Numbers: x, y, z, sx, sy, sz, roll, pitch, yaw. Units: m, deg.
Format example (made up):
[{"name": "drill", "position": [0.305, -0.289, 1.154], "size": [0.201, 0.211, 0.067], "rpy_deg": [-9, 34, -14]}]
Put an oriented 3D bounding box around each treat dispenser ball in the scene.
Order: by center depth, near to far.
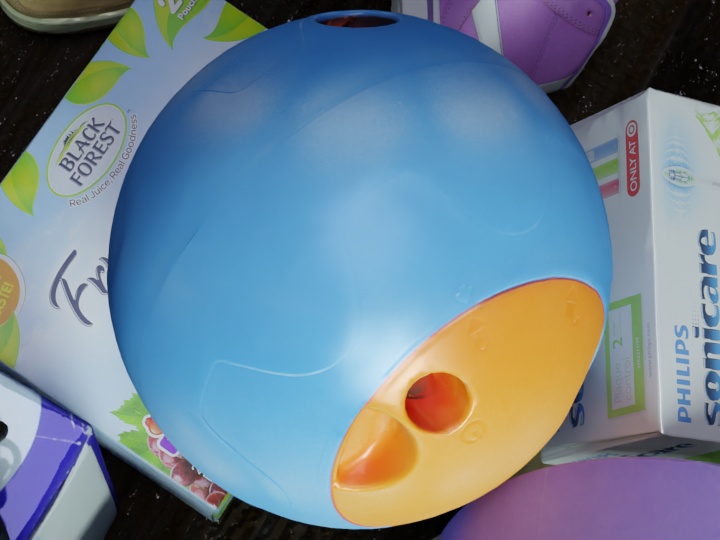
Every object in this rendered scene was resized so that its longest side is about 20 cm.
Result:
[{"name": "treat dispenser ball", "position": [0.000, 0.000, 0.710], "size": [0.198, 0.201, 0.203], "rpy_deg": [1, 75, -3]}]

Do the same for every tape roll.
[{"name": "tape roll", "position": [0.121, 0.167, 0.729], "size": [0.198, 0.201, 0.086], "rpy_deg": [13, 51, 1]}]

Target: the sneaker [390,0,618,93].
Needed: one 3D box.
[{"name": "sneaker", "position": [0.069, -0.165, 0.835], "size": [0.113, 0.202, 0.073], "rpy_deg": [-3, 46, 0]}]

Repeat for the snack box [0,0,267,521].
[{"name": "snack box", "position": [-0.080, -0.014, 0.842], "size": [0.168, 0.068, 0.201], "rpy_deg": [34, 75, 4]}]

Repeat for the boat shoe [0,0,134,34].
[{"name": "boat shoe", "position": [-0.090, -0.182, 0.882], "size": [0.198, 0.076, 0.072], "rpy_deg": [-26, 78, -9]}]

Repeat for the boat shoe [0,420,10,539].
[{"name": "boat shoe", "position": [-0.162, 0.059, 0.635], "size": [0.066, 0.070, 0.200], "rpy_deg": [-43, 74, -11]}]

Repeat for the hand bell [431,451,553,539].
[{"name": "hand bell", "position": [0.092, 0.053, 0.839], "size": [0.103, 0.104, 0.202], "rpy_deg": [12, 62, 0]}]

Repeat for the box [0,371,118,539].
[{"name": "box", "position": [-0.212, 0.078, 0.752], "size": [0.199, 0.184, 0.106], "rpy_deg": [30, 74, 5]}]

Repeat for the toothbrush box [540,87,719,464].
[{"name": "toothbrush box", "position": [0.179, 0.018, 0.797], "size": [0.198, 0.086, 0.147], "rpy_deg": [10, 72, -29]}]
